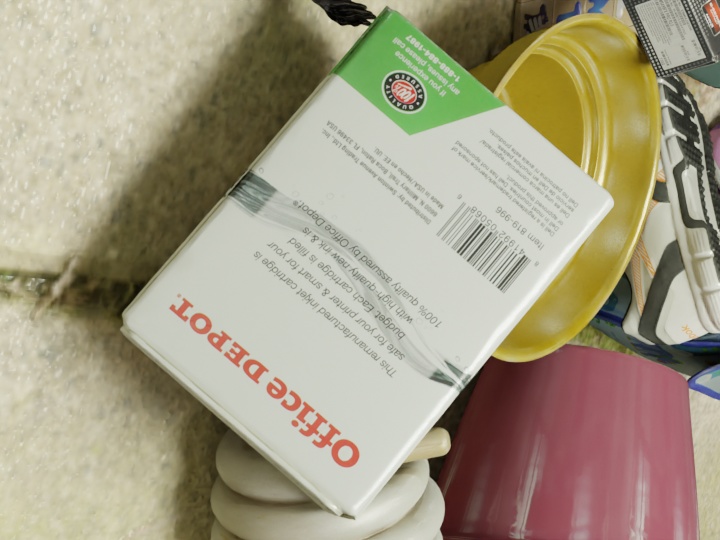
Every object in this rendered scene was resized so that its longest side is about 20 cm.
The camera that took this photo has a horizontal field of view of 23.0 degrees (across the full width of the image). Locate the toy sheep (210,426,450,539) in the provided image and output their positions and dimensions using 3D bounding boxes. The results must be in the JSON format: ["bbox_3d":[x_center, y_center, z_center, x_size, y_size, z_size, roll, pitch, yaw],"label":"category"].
[{"bbox_3d":[-0.014,0.138,0.943,0.138,0.138,0.201,-22,110,-44],"label":"toy sheep"}]

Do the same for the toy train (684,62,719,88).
[{"bbox_3d":[0.288,-0.185,1.217,0.200,0.085,0.114,-11,127,-50],"label":"toy train"}]

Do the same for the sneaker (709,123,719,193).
[{"bbox_3d":[0.318,-0.056,1.315,0.200,0.088,0.081,23,90,-30],"label":"sneaker"}]

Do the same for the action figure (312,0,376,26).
[{"bbox_3d":[0.023,-0.218,0.852,0.201,0.102,0.119,-68,157,-2],"label":"action figure"}]

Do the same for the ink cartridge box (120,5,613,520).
[{"bbox_3d":[0.000,0.000,0.855,0.200,0.147,0.083,-49,180,-11],"label":"ink cartridge box"}]

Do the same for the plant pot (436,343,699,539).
[{"bbox_3d":[0.126,0.146,1.087,0.200,0.199,0.180,29,67,-52],"label":"plant pot"}]

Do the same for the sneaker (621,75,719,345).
[{"bbox_3d":[0.181,-0.047,1.104,0.074,0.080,0.201,26,50,-51],"label":"sneaker"}]

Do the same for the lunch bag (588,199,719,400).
[{"bbox_3d":[0.260,0.028,1.175,0.170,0.200,0.128,23,88,-53],"label":"lunch bag"}]

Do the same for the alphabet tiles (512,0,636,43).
[{"bbox_3d":[0.148,-0.179,1.101,0.167,0.008,0.201,-21,121,-45],"label":"alphabet tiles"}]

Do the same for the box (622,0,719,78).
[{"bbox_3d":[0.187,-0.234,1.020,0.160,0.044,0.201,-36,106,-39],"label":"box"}]

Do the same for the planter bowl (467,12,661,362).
[{"bbox_3d":[0.084,-0.056,1.015,0.200,0.083,0.201,-26,126,-43],"label":"planter bowl"}]
